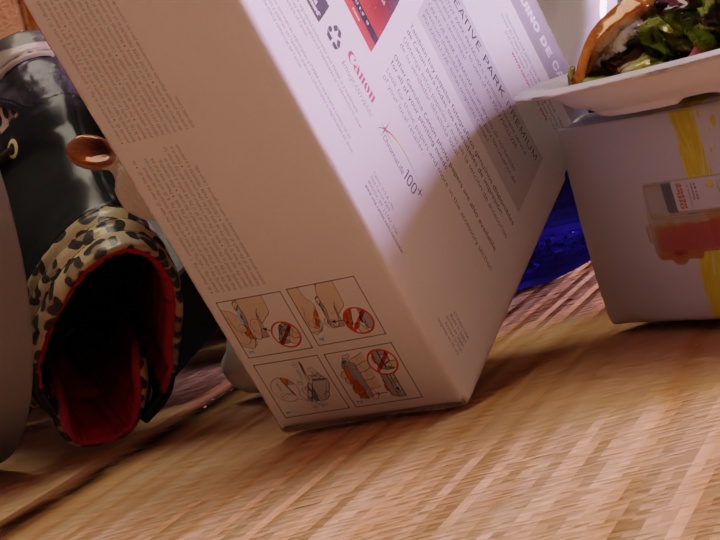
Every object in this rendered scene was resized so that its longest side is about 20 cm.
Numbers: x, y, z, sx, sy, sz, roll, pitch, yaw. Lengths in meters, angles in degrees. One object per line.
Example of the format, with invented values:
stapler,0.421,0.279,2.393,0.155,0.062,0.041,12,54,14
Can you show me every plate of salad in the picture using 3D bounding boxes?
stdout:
plate of salad,0.146,-0.096,0.803,0.198,0.048,0.200,-15,5,1

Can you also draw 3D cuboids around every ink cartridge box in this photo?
ink cartridge box,0.187,-0.039,0.818,0.144,0.084,0.200,-18,6,-26
ink cartridge box,-0.010,-0.077,0.821,0.083,0.201,0.176,-11,32,32

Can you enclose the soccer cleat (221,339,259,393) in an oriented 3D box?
soccer cleat,-0.001,-0.032,0.976,0.077,0.069,0.201,-28,26,56

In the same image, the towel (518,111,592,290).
towel,0.113,-0.047,1.011,0.147,0.050,0.200,-24,-14,-44

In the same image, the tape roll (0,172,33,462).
tape roll,-0.204,-0.008,0.929,0.066,0.202,0.200,-17,5,-28

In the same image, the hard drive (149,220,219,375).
hard drive,-0.095,0.002,1.105,0.140,0.033,0.200,-50,15,-18

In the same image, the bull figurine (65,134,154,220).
bull figurine,-0.055,-0.077,0.925,0.065,0.122,0.200,22,2,8

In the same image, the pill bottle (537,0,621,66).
pill bottle,0.145,-0.096,1.161,0.199,0.114,0.112,14,-15,-39

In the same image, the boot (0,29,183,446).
boot,-0.134,0.020,0.968,0.073,0.201,0.151,2,34,-28
